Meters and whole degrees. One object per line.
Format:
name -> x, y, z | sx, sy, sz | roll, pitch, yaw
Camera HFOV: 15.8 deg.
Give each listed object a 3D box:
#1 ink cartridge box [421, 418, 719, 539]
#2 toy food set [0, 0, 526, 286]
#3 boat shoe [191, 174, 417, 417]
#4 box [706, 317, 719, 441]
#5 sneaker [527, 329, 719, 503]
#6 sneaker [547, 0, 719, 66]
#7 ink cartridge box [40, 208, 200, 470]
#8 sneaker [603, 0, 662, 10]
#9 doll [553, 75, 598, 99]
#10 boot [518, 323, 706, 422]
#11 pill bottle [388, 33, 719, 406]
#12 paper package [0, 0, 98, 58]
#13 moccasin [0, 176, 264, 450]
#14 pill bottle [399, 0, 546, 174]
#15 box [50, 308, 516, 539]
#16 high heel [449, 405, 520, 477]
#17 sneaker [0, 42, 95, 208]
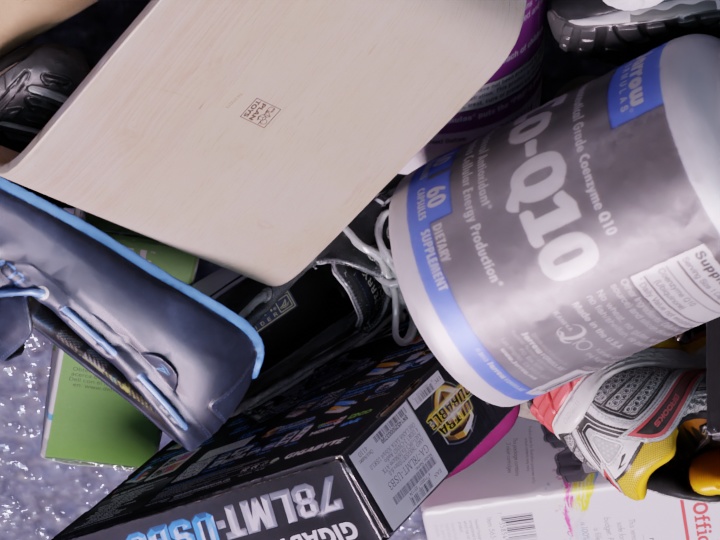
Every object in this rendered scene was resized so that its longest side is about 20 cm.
ink cartridge box -> 0.138, 0.133, 1.393 | 0.199, 0.068, 0.115 | -8, 129, 7
toy food set -> -0.045, -0.085, 1.084 | 0.143, 0.061, 0.200 | 24, 126, -32
boat shoe -> -0.001, -0.002, 1.188 | 0.199, 0.068, 0.074 | -30, 120, -7
box -> 0.250, 0.009, 1.181 | 0.086, 0.164, 0.200 | -12, 159, 43
sneaker -> 0.169, 0.074, 1.209 | 0.200, 0.082, 0.078 | -4, 134, -40
sneaker -> 0.173, -0.146, 1.107 | 0.199, 0.088, 0.076 | -12, 169, 1
ink cartridge box -> -0.110, -0.011, 1.250 | 0.059, 0.104, 0.200 | 8, 129, -8
sneaker -> 0.144, -0.199, 1.062 | 0.099, 0.201, 0.078 | 13, 173, -21
doll -> 0.043, -0.038, 1.266 | 0.200, 0.049, 0.136 | -29, 132, 18
boot -> 0.156, 0.023, 1.282 | 0.199, 0.073, 0.151 | 12, 145, -1
pill bottle -> 0.121, -0.029, 1.086 | 0.200, 0.114, 0.114 | -26, 125, 26
paper package -> -0.203, -0.177, 1.116 | 0.200, 0.104, 0.191 | -30, 125, 21
moccasin -> -0.139, 0.010, 1.115 | 0.200, 0.068, 0.080 | 29, 169, 0
pill bottle -> 0.028, -0.151, 1.133 | 0.112, 0.112, 0.200 | 0, 129, -1
box -> -0.019, 0.078, 1.204 | 0.200, 0.198, 0.050 | -21, 101, 39
high heel -> -0.002, 0.116, 1.329 | 0.067, 0.096, 0.200 | 44, 133, -19
sneaker -> -0.157, -0.059, 1.189 | 0.074, 0.080, 0.200 | 17, 155, -10
